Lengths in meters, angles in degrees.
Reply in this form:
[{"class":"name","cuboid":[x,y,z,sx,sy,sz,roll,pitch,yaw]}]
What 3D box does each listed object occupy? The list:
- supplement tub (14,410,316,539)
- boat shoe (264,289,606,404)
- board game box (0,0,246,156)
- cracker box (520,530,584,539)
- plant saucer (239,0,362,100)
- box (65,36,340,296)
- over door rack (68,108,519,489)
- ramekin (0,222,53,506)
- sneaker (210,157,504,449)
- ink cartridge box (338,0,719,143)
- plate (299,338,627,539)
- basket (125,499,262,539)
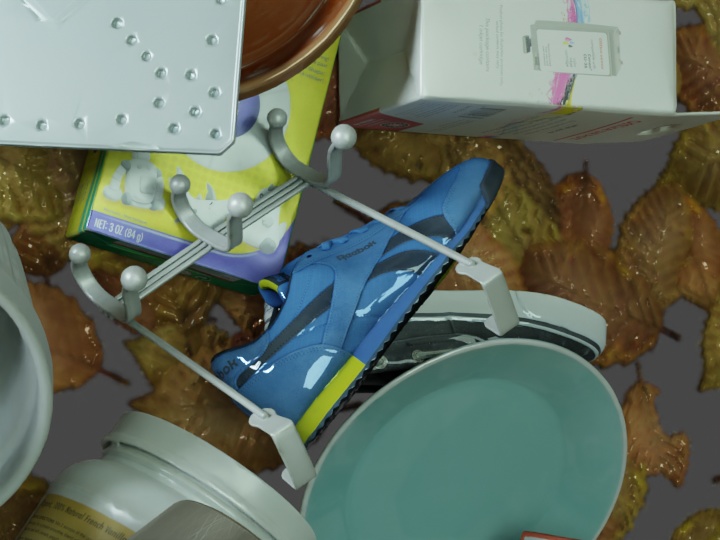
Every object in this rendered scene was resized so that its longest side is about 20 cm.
[{"class":"supplement tub","cuboid":[-0.125,0.187,1.252,0.144,0.144,0.201,38,73,-16]},{"class":"boat shoe","cuboid":[0.044,0.049,1.370,0.199,0.072,0.068,5,69,-20]},{"class":"board game box","cuboid":[-0.155,-0.159,1.278,0.198,0.026,0.202,3,79,5]},{"class":"cracker box","cuboid":[0.124,0.260,1.376,0.134,0.057,0.201,26,75,-45]},{"class":"plant saucer","cuboid":[-0.087,-0.183,1.306,0.199,0.032,0.202,-1,78,4]},{"class":"box","cuboid":[-0.078,-0.099,1.350,0.117,0.048,0.201,17,78,-20]},{"class":"over door rack","cuboid":[-0.038,-0.001,1.236,0.147,0.200,0.067,-35,136,-19]},{"class":"ramekin","cuboid":[-0.249,0.033,1.191,0.199,0.105,0.201,-5,127,-6]},{"class":"sneaker","cuboid":[0.000,0.000,1.308,0.078,0.066,0.200,38,67,6]},{"class":"ink cartridge box","cuboid":[0.099,-0.114,1.390,0.199,0.116,0.068,3,84,-24]},{"class":"plate","cuboid":[0.054,0.119,1.360,0.199,0.026,0.201,-12,124,-18]},{"class":"basket","cuboid":[-0.110,0.212,1.110,0.180,0.136,0.200,45,67,-5]}]
